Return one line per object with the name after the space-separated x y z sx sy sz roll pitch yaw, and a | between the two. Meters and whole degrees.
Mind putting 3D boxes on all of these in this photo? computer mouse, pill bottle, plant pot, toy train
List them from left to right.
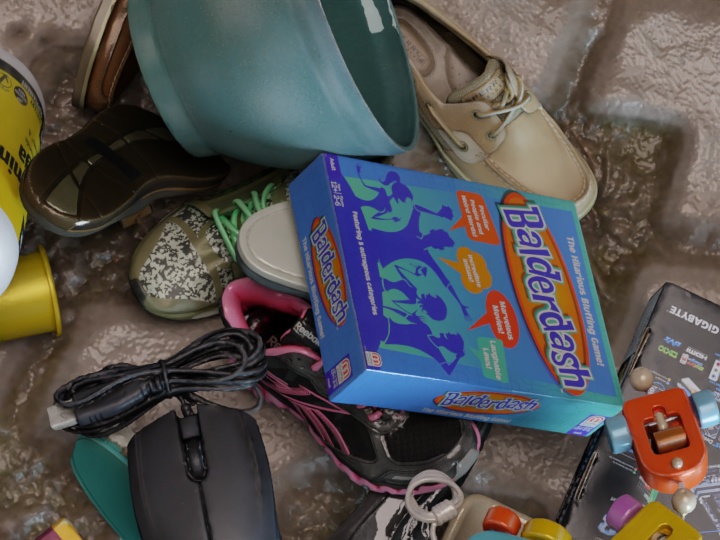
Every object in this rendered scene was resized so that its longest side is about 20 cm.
-0.258 -0.043 1.668 0.112 0.113 0.201 11 42 -6 | pill bottle
-0.100 0.143 1.643 0.138 0.053 0.201 -17 85 -3 | computer mouse
-0.062 -0.147 1.705 0.134 0.200 0.201 -19 76 14 | plant pot
0.134 0.149 1.639 0.199 0.056 0.151 -19 52 -5 | toy train

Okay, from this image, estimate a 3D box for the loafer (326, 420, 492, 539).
0.031 0.126 1.732 0.072 0.073 0.201 27 70 4 | loafer

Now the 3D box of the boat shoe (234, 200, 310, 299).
0.000 0.000 1.731 0.199 0.062 0.073 0 59 -36 | boat shoe

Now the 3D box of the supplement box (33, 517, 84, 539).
-0.221 0.258 1.642 0.200 0.086 0.110 -40 84 -17 | supplement box

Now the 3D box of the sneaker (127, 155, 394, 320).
-0.060 -0.038 1.753 0.199 0.089 0.077 -29 80 -16 | sneaker

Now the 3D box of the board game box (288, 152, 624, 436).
0.060 0.016 1.686 0.199 0.045 0.153 9 55 -35 | board game box

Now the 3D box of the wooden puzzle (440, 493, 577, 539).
0.116 0.261 1.696 0.199 0.046 0.186 26 86 -2 | wooden puzzle

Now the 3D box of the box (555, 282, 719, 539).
0.245 0.138 1.773 0.199 0.050 0.199 25 75 0 | box

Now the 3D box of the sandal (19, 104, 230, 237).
-0.154 -0.052 1.719 0.082 0.055 0.200 39 29 8 | sandal

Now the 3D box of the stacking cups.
-0.289 0.032 1.709 0.199 0.061 0.061 -12 76 -13 | stacking cups

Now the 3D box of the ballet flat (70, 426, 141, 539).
-0.099 0.168 1.709 0.072 0.072 0.200 -40 86 -17 | ballet flat

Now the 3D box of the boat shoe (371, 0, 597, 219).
0.078 -0.109 1.809 0.200 0.065 0.072 45 72 5 | boat shoe

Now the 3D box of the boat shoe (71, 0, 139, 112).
-0.124 -0.185 1.794 0.068 0.072 0.201 24 72 -1 | boat shoe

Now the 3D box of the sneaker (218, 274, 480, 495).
-0.014 0.065 1.695 0.199 0.096 0.079 30 69 28 | sneaker
